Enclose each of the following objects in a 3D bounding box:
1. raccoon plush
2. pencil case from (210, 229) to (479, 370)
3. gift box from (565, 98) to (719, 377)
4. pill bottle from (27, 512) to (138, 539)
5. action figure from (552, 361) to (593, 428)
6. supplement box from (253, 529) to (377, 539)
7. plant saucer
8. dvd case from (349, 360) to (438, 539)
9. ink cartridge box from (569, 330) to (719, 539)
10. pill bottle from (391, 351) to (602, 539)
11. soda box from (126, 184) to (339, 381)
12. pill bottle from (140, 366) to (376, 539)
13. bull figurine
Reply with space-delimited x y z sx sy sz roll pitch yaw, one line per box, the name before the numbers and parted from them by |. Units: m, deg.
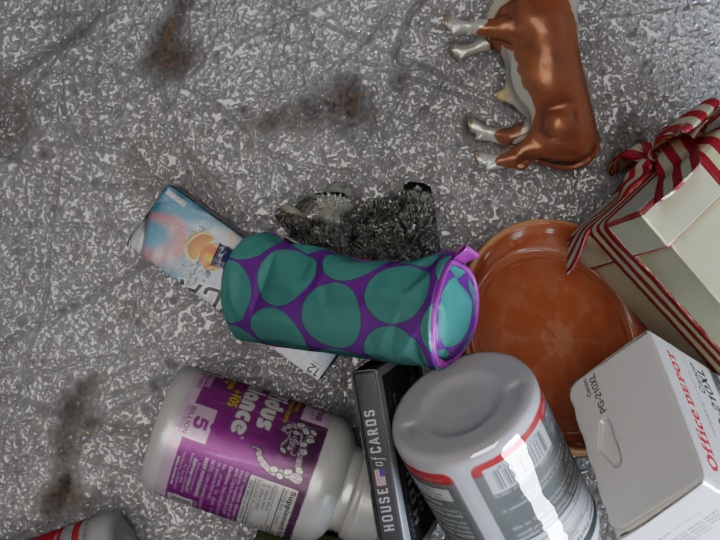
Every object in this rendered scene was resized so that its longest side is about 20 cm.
raccoon plush | 0.000 0.000 1.020 0.134 0.200 0.097 -7 128 3
pencil case | -0.011 0.019 0.947 0.200 0.085 0.093 8 77 31
gift box | 0.278 -0.027 0.987 0.200 0.185 0.187 -41 92 -16
pill bottle | -0.282 0.287 1.060 0.199 0.112 0.113 -19 91 2
action figure | 0.156 0.106 1.064 0.200 0.055 0.118 19 61 -12
supplement box | -0.004 0.303 1.010 0.199 0.200 0.135 9 92 1
plant saucer | 0.165 0.055 1.042 0.200 0.032 0.201 8 68 -21
dvd case | 0.035 0.138 1.005 0.025 0.200 0.151 -9 92 12
ink cartridge box | 0.267 0.156 0.960 0.200 0.145 0.084 29 123 -32
pill bottle | 0.112 0.169 0.946 0.114 0.114 0.200 -27 121 2
soda box | -0.096 0.010 1.067 0.200 0.068 0.064 35 92 -1
pill bottle | -0.072 0.161 1.051 0.199 0.112 0.113 18 92 0
bull figurine | 0.139 -0.178 1.060 0.121 0.065 0.201 -13 89 6
